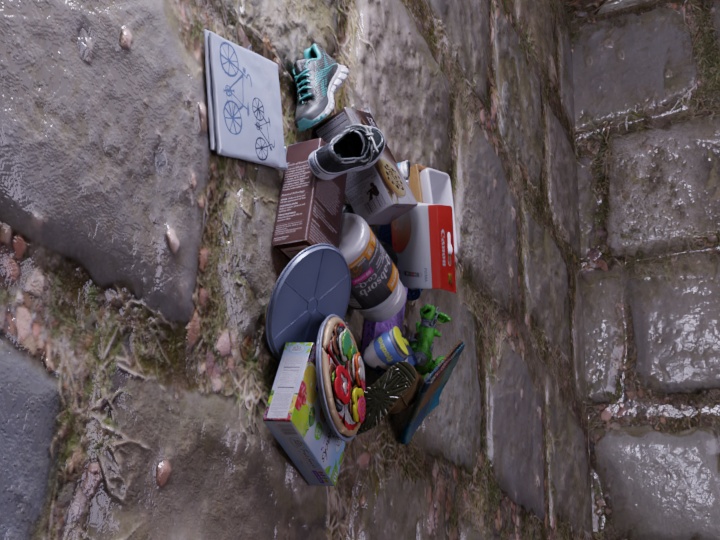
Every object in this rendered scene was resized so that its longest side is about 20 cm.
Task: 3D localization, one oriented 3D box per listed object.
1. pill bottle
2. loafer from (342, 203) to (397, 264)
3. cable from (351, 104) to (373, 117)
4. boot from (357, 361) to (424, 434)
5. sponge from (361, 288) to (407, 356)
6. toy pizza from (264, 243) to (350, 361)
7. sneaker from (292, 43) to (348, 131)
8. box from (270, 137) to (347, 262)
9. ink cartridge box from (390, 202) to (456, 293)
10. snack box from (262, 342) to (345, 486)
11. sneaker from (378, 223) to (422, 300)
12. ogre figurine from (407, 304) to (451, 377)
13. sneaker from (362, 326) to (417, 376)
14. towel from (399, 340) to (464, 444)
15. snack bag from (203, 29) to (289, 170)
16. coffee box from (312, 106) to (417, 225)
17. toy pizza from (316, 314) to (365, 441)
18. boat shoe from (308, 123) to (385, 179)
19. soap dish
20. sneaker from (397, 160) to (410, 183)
[{"bbox_3d":[0.000,0.000,1.564,0.200,0.116,0.117,52,38,-45],"label":"pill bottle"},{"bbox_3d":[-0.003,-0.055,1.655,0.200,0.063,0.072,48,65,-44],"label":"loafer"},{"bbox_3d":[0.016,-0.246,1.782,0.097,0.050,0.200,-94,171,-45],"label":"cable"},{"bbox_3d":[0.045,0.242,1.615,0.066,0.175,0.200,53,-3,15],"label":"boot"},{"bbox_3d":[0.048,0.096,1.731,0.112,0.030,0.201,48,42,-48],"label":"sponge"},{"bbox_3d":[-0.087,0.052,1.410,0.200,0.032,0.201,-31,131,-44],"label":"toy pizza"},{"bbox_3d":[-0.089,-0.322,1.548,0.091,0.077,0.200,47,36,-27],"label":"sneaker"},{"bbox_3d":[-0.083,-0.108,1.475,0.100,0.075,0.201,47,44,-49],"label":"box"},{"bbox_3d":[0.114,-0.043,1.651,0.200,0.050,0.163,-161,-114,-71],"label":"ink cartridge box"},{"bbox_3d":[-0.077,0.227,1.389,0.200,0.053,0.143,65,31,-44],"label":"snack box"},{"bbox_3d":[0.087,-0.038,1.820,0.078,0.070,0.201,-67,147,-53],"label":"sneaker"},{"bbox_3d":[0.128,0.157,1.806,0.098,0.200,0.120,21,67,-11],"label":"ogre figurine"},{"bbox_3d":[0.053,0.152,1.627,0.074,0.082,0.200,60,4,17],"label":"sneaker"},{"bbox_3d":[0.139,0.240,1.727,0.147,0.022,0.200,-43,159,-42],"label":"towel"},{"bbox_3d":[-0.177,-0.260,1.383,0.200,0.021,0.189,3,81,-64],"label":"snack bag"},{"bbox_3d":[0.009,-0.187,1.609,0.113,0.080,0.201,-5,67,-63],"label":"coffee box"},{"bbox_3d":[-0.023,0.169,1.409,0.200,0.032,0.201,-9,90,-74],"label":"toy pizza"},{"bbox_3d":[-0.007,-0.209,1.475,0.199,0.068,0.074,-25,84,-51],"label":"boat shoe"},{"bbox_3d":[0.147,-0.123,1.945,0.157,0.081,0.201,2,81,-64],"label":"soap dish"},{"bbox_3d":[0.055,-0.149,1.782,0.200,0.086,0.075,87,6,-54],"label":"sneaker"}]
